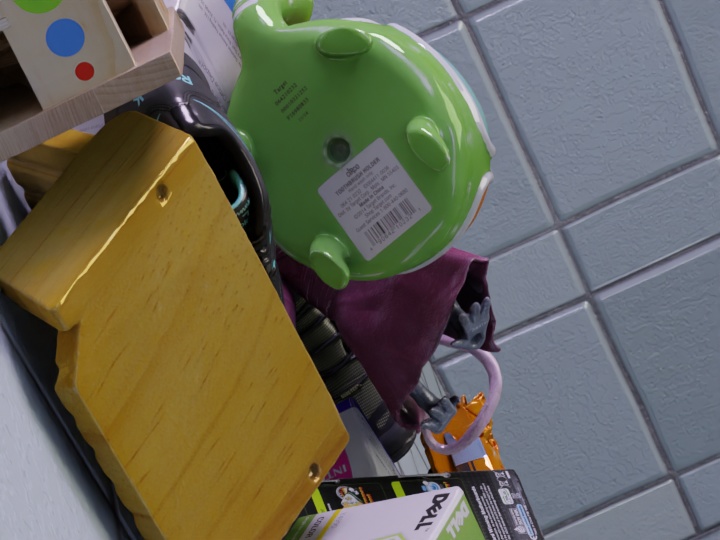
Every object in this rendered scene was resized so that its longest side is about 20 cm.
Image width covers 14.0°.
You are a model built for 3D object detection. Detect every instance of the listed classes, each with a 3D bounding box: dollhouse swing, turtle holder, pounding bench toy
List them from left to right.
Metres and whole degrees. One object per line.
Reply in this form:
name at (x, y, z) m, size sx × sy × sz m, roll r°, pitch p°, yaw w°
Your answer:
pounding bench toy at (-0.176, -0.157, 1.447) m, size 0.200 × 0.124 × 0.156 m, roll -100°, pitch 165°, yaw -75°
dollhouse swing at (-0.133, 0.039, 1.492) m, size 0.182 × 0.176 × 0.200 m, roll -54°, pitch 131°, yaw -36°
turtle holder at (-0.009, -0.078, 1.657) m, size 0.185 × 0.141 × 0.132 m, roll 26°, pitch 16°, yaw 19°

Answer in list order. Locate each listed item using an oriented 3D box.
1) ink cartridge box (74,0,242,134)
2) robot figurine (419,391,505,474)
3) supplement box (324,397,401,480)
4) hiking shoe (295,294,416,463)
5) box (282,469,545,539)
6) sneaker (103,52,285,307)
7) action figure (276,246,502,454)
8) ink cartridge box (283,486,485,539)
ink cartridge box at (-0.107, -0.083, 1.688) m, size 0.146 × 0.084 × 0.200 m, roll 57°, pitch 32°, yaw -38°
robot figurine at (0.091, 0.184, 1.863) m, size 0.145 × 0.058 × 0.200 m, roll 73°, pitch -5°, yaw -65°
supplement box at (-0.007, 0.193, 1.744) m, size 0.103 × 0.101 × 0.200 m, roll 60°, pitch 7°, yaw -52°
hiking shoe at (-0.038, 0.039, 1.861) m, size 0.200 × 0.076 × 0.101 m, roll 56°, pitch 11°, yaw 20°
box at (0.028, 0.203, 1.615) m, size 0.048 × 0.193 × 0.200 m, roll 113°, pitch -36°, yaw -45°
sneaker at (-0.082, -0.021, 1.554) m, size 0.079 × 0.075 × 0.200 m, roll 45°, pitch -19°, yaw 51°
action figure at (0.000, 0.000, 1.779) m, size 0.200 × 0.134 × 0.149 m, roll 35°, pitch -3°, yaw 30°
ink cartridge box at (0.041, 0.174, 1.463) m, size 0.076 × 0.200 × 0.148 m, roll 64°, pitch 32°, yaw -19°
